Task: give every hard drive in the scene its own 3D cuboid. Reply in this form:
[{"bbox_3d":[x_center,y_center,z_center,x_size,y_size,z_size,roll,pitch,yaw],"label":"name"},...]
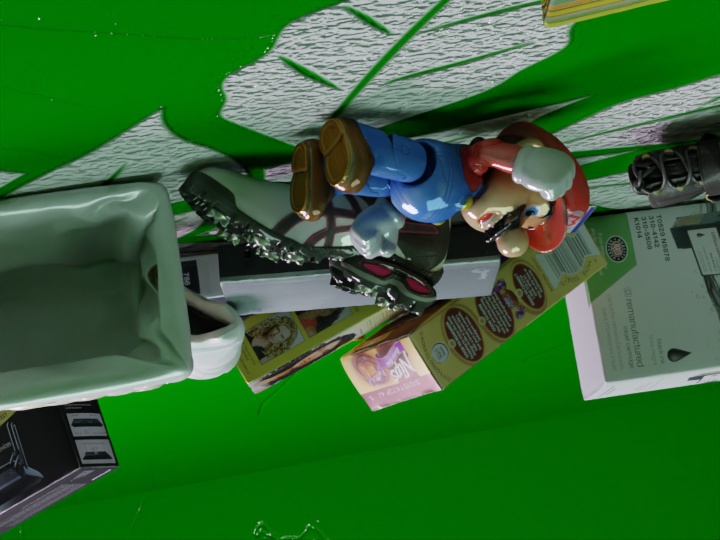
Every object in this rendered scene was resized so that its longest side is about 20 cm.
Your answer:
[{"bbox_3d":[0.000,0.000,1.633,0.199,0.033,0.140,-5,169,0],"label":"hard drive"}]

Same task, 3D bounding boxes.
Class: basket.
[{"bbox_3d":[-0.214,0.026,1.513,0.199,0.136,0.123,-8,172,-1],"label":"basket"}]

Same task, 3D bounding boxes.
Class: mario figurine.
[{"bbox_3d":[0.061,-0.043,1.436,0.199,0.106,0.123,4,-165,-27],"label":"mario figurine"}]

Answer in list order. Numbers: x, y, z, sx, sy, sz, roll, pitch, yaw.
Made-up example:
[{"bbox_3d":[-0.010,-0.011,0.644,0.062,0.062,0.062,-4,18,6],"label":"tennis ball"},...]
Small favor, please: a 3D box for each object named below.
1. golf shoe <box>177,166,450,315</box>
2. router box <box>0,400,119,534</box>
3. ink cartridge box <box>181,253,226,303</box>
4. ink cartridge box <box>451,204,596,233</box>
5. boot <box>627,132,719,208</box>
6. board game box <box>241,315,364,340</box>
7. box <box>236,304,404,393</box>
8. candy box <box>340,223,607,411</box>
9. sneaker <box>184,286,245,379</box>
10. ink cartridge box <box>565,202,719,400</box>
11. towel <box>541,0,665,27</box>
[{"bbox_3d":[-0.028,-0.040,1.509,0.199,0.088,0.077,22,176,-28],"label":"golf shoe"},{"bbox_3d":[-0.304,0.128,1.825,0.200,0.158,0.052,-29,162,29],"label":"router box"},{"bbox_3d":[-0.135,0.015,1.758,0.199,0.039,0.099,-8,170,-9],"label":"ink cartridge box"},{"bbox_3d":[0.069,-0.042,1.664,0.199,0.039,0.099,-6,169,-6],"label":"ink cartridge box"},{"bbox_3d":[0.273,-0.077,1.557,0.173,0.070,0.200,-11,172,7],"label":"boot"},{"bbox_3d":[-0.104,0.048,1.891,0.199,0.026,0.200,-8,-173,-7],"label":"board game box"},{"bbox_3d":[-0.010,0.026,1.757,0.199,0.050,0.075,-30,171,-2],"label":"box"},{"bbox_3d":[0.092,0.032,1.809,0.200,0.057,0.117,-37,-172,-31],"label":"candy box"},{"bbox_3d":[-0.178,0.022,1.640,0.199,0.071,0.080,13,159,-8],"label":"sneaker"},{"bbox_3d":[0.279,0.021,1.897,0.199,0.147,0.084,-8,169,-10],"label":"ink cartridge box"},{"bbox_3d":[0.137,-0.164,1.099,0.086,0.018,0.200,-14,169,-3],"label":"towel"}]
